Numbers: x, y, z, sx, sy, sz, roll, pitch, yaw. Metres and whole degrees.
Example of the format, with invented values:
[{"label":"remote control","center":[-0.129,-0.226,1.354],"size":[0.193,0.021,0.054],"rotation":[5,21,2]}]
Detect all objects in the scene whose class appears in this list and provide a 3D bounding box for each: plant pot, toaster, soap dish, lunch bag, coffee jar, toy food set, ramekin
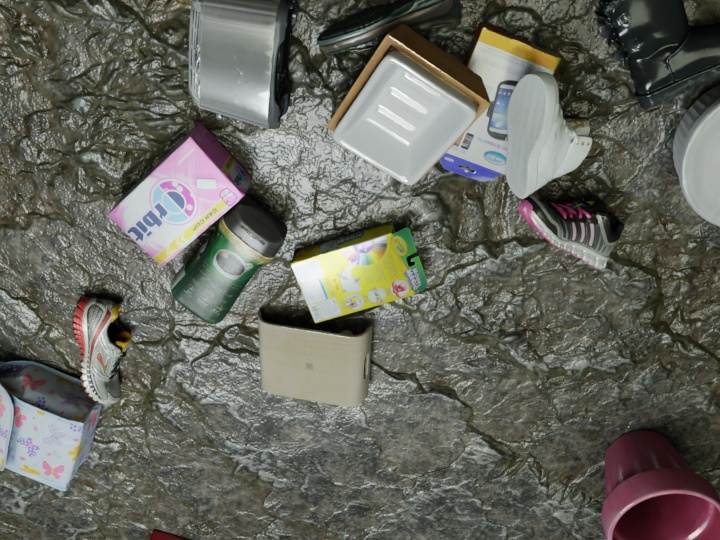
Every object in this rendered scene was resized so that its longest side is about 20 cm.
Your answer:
[{"label":"plant pot","center":[0.508,0.388,1.302],"size":[0.194,0.180,0.205],"rotation":[1,120,3]},{"label":"toaster","center":[-0.154,-0.293,0.988],"size":[0.125,0.115,0.204],"rotation":[9,122,0]},{"label":"soap dish","center":[0.061,-0.218,0.999],"size":[0.155,0.083,0.200],"rotation":[29,147,-12]},{"label":"lunch bag","center":[-0.575,0.269,1.319],"size":[0.196,0.128,0.172],"rotation":[24,116,-3]},{"label":"coffee jar","center":[-0.202,-0.019,1.159],"size":[0.104,0.086,0.200],"rotation":[37,116,-15]},{"label":"toy food set","center":[-0.080,0.145,1.270],"size":[0.194,0.061,0.147],"rotation":[8,121,8]},{"label":"ramekin","center":[0.529,-0.168,1.036],"size":[0.196,0.095,0.207],"rotation":[1,119,2]}]

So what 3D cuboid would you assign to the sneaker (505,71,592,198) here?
[{"label":"sneaker","center":[0.262,-0.199,1.016],"size":[0.114,0.074,0.202],"rotation":[-25,146,-15]}]

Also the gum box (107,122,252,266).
[{"label":"gum box","center":[-0.273,-0.108,1.122],"size":[0.198,0.067,0.114],"rotation":[-36,111,21]}]

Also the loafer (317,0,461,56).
[{"label":"loafer","center":[0.041,-0.318,0.991],"size":[0.195,0.073,0.064],"rotation":[-20,123,11]}]

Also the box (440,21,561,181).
[{"label":"box","center":[0.183,-0.228,1.051],"size":[0.116,0.042,0.203],"rotation":[18,121,-8]}]

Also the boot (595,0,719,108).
[{"label":"boot","center":[0.414,-0.324,0.970],"size":[0.195,0.074,0.164],"rotation":[-26,112,17]}]

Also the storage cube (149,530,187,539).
[{"label":"storage cube","center":[-0.374,0.670,1.503],"size":[0.195,0.181,0.174],"rotation":[18,119,-9]}]

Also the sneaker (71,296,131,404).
[{"label":"sneaker","center":[-0.429,0.141,1.266],"size":[0.080,0.078,0.205],"rotation":[1,120,1]}]

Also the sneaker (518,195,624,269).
[{"label":"sneaker","center":[0.315,-0.076,1.101],"size":[0.197,0.074,0.088],"rotation":[24,110,-30]}]

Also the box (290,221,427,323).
[{"label":"box","center":[0.000,0.000,1.184],"size":[0.195,0.049,0.119],"rotation":[-15,118,13]}]
